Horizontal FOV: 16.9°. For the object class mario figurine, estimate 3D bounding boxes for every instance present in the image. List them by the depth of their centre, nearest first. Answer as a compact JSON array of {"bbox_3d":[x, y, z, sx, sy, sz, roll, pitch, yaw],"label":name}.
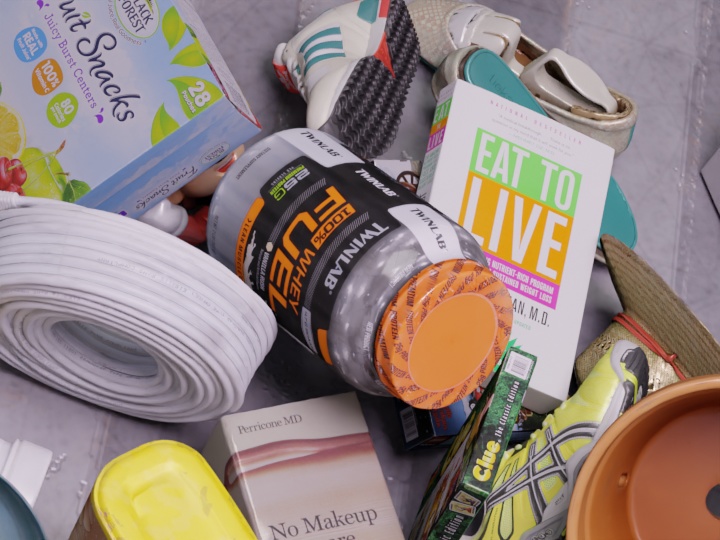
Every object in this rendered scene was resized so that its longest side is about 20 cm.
[{"bbox_3d":[-0.079,-0.052,1.670,0.200,0.106,0.123,43,22,-1],"label":"mario figurine"}]

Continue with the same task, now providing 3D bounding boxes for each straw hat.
[{"bbox_3d":[0.199,0.079,1.674,0.085,0.201,0.201,-39,78,-3],"label":"straw hat"}]

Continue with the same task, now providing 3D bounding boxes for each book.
[{"bbox_3d":[0.094,-0.017,1.666,0.133,0.048,0.200,24,61,-22],"label":"book"}]

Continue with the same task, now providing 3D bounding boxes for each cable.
[{"bbox_3d":[-0.156,0.029,1.547,0.199,0.200,0.069,5,61,30],"label":"cable"}]

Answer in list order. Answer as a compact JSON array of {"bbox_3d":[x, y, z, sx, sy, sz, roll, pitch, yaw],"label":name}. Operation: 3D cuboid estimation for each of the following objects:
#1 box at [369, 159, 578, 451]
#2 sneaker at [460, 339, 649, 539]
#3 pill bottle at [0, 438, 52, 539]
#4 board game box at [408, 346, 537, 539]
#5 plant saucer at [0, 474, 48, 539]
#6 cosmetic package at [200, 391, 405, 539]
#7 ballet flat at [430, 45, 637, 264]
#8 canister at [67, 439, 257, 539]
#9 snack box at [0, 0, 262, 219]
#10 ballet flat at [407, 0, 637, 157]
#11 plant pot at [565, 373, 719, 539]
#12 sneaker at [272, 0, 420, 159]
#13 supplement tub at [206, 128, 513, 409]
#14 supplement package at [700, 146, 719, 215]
[{"bbox_3d":[0.074,0.022,1.684,0.136,0.038,0.201,-1,71,-35],"label":"box"},{"bbox_3d":[0.125,0.131,1.607,0.076,0.075,0.200,30,96,18],"label":"sneaker"},{"bbox_3d":[-0.299,0.117,1.506,0.200,0.112,0.113,21,58,-6],"label":"pill bottle"},{"bbox_3d":[0.063,0.138,1.559,0.023,0.200,0.105,25,57,0],"label":"board game box"},{"bbox_3d":[-0.285,0.184,1.453,0.200,0.201,0.027,7,22,-14],"label":"plant saucer"},{"bbox_3d":[-0.027,0.191,1.567,0.103,0.087,0.200,-11,66,-21],"label":"cosmetic package"},{"bbox_3d":[0.127,-0.083,1.780,0.200,0.062,0.067,51,57,-7],"label":"ballet flat"},{"bbox_3d":[-0.124,0.204,1.462,0.086,0.200,0.149,-25,72,-28],"label":"canister"},{"bbox_3d":[-0.185,-0.132,1.640,0.168,0.068,0.200,-34,62,8],"label":"snack box"},{"bbox_3d":[0.122,-0.157,1.811,0.200,0.062,0.068,32,54,1],"label":"ballet flat"},{"bbox_3d":[0.234,0.158,1.539,0.199,0.140,0.201,1,95,8],"label":"plant pot"},{"bbox_3d":[-0.022,-0.132,1.731,0.093,0.070,0.200,-10,31,22],"label":"sneaker"},{"bbox_3d":[0.000,0.000,1.544,0.122,0.123,0.200,-24,39,-27],"label":"supplement tub"},{"bbox_3d":[0.359,-0.028,1.791,0.119,0.121,0.200,-10,66,-23],"label":"supplement package"}]
